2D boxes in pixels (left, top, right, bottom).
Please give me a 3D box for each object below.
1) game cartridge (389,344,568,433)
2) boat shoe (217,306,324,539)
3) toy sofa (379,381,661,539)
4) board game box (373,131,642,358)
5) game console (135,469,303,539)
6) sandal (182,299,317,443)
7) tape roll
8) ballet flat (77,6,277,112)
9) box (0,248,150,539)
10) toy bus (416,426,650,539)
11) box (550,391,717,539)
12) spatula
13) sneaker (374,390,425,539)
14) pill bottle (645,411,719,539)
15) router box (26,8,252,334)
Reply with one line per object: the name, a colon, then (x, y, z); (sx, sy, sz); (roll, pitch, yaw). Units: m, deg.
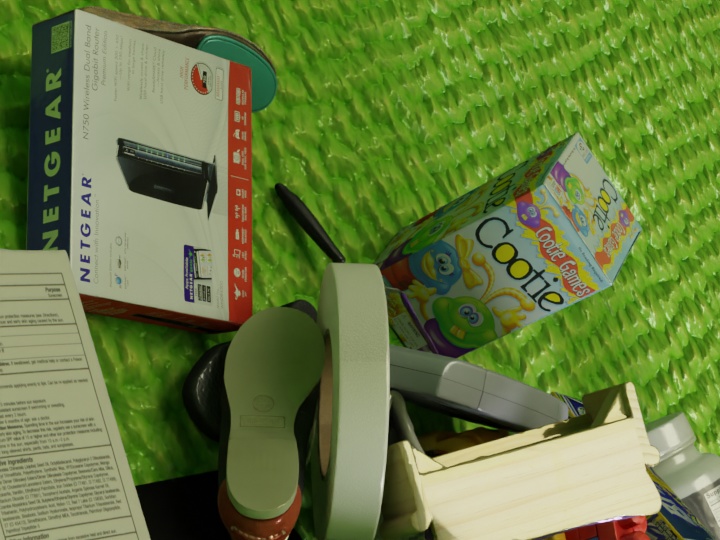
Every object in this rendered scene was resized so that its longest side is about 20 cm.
game cartridge: (0.079, 0.096, 1.470); (0.199, 0.132, 0.042); (24, 75, -53)
boat shoe: (-0.063, 0.109, 1.278); (0.201, 0.070, 0.063); (-87, 180, -46)
toy sofa: (0.112, 0.152, 1.332); (0.198, 0.083, 0.098); (-14, 84, -19)
board game box: (0.118, -0.013, 1.548); (0.103, 0.199, 0.105); (54, 35, -11)
game console: (-0.109, 0.240, 1.239); (0.199, 0.116, 0.178); (-4, 101, -53)
sandal: (-0.079, 0.081, 1.374); (0.200, 0.043, 0.077); (-31, 101, -64)
tape roll: (-0.009, 0.095, 1.310); (0.037, 0.203, 0.204); (2, 57, -6)
ballet flat: (-0.148, -0.169, 1.425); (0.199, 0.068, 0.067); (12, 18, -48)
box: (-0.227, 0.099, 1.098); (0.127, 0.109, 0.202); (0, 68, -52)
toy bus: (0.145, 0.202, 1.448); (0.135, 0.191, 0.202); (17, 53, -44)
box: (0.219, 0.196, 1.577); (0.064, 0.070, 0.200); (16, 25, -45)
spatula: (0.000, 0.000, 1.495); (0.200, 0.021, 0.057); (43, -4, 7)
sneaker: (0.034, 0.188, 1.386); (0.075, 0.089, 0.201); (-7, 66, -27)
pill bottle: (0.305, 0.238, 1.704); (0.110, 0.110, 0.201); (-20, 84, -56)
router box: (-0.155, -0.065, 1.318); (0.179, 0.049, 0.202); (12, 72, -49)
